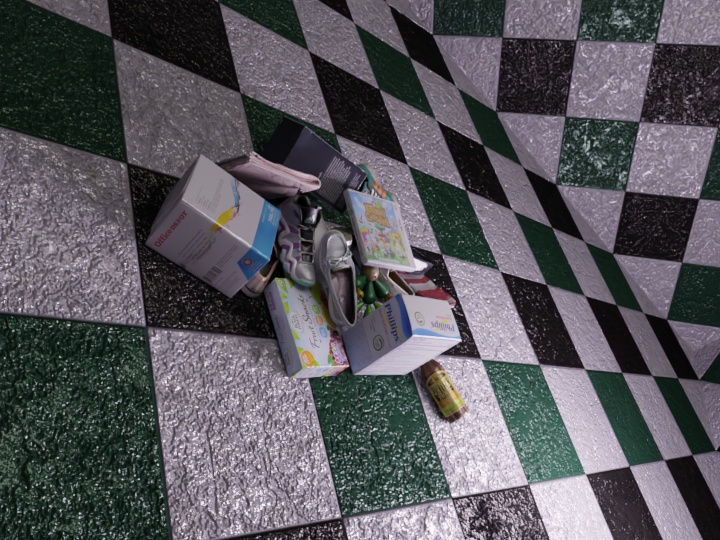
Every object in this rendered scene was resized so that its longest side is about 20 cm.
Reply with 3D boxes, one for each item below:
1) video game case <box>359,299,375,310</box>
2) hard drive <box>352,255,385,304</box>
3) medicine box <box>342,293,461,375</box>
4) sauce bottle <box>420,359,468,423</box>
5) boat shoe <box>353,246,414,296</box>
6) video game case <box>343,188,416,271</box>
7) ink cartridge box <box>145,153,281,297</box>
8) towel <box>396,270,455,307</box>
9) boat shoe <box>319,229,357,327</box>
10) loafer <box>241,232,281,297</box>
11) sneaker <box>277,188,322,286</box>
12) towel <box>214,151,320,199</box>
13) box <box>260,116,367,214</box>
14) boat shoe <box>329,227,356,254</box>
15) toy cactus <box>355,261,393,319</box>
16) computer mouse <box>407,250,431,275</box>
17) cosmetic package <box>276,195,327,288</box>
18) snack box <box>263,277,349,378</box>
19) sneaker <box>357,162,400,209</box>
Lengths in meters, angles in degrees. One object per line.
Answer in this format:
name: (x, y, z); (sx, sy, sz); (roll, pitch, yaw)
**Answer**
video game case: (-0.013, 0.000, 1.571); (0.199, 0.018, 0.145); (42, 35, -17)
hard drive: (0.000, 0.000, 1.541); (0.197, 0.033, 0.143); (21, 45, -39)
medicine box: (0.092, 0.150, 1.400); (0.179, 0.199, 0.105); (10, 52, -45)
sauce bottle: (0.191, 0.276, 1.534); (0.202, 0.064, 0.064); (57, 34, 8)
boat shoe: (0.059, -0.002, 1.522); (0.202, 0.069, 0.071); (53, 34, -2)
video game case: (0.049, -0.093, 1.478); (0.197, 0.022, 0.187); (8, 61, -50)
ink cartridge box: (-0.281, -0.084, 1.203); (0.198, 0.146, 0.148); (35, 38, -25)
towel: (0.159, 0.034, 1.665); (0.199, 0.023, 0.143); (41, 20, 22)
boat shoe: (-0.041, 0.017, 1.316); (0.073, 0.064, 0.209); (-7, 94, -26)
loafer: (-0.200, -0.028, 1.326); (0.071, 0.063, 0.203); (36, 37, -21)
sneaker: (-0.117, -0.081, 1.316); (0.076, 0.140, 0.204); (1, 56, -44)
towel: (-0.215, -0.204, 1.359); (0.188, 0.197, 0.033); (18, 77, -40)
box: (-0.119, -0.259, 1.509); (0.196, 0.125, 0.200); (33, 4, -29)
boat shoe: (-0.042, -0.061, 1.447); (0.070, 0.070, 0.200); (6, 16, 5)
toy cactus: (0.018, 0.042, 1.451); (0.196, 0.101, 0.170); (12, 73, -36)
computer mouse: (0.103, -0.032, 1.616); (0.197, 0.054, 0.138); (21, 12, -37)
cosmetic package: (-0.122, -0.065, 1.441); (0.101, 0.073, 0.205); (16, 50, -52)
snack box: (-0.115, 0.120, 1.307); (0.140, 0.053, 0.204); (6, 55, -48)
sneaker: (0.034, -0.217, 1.785); (0.202, 0.071, 0.079); (53, 38, 9)
